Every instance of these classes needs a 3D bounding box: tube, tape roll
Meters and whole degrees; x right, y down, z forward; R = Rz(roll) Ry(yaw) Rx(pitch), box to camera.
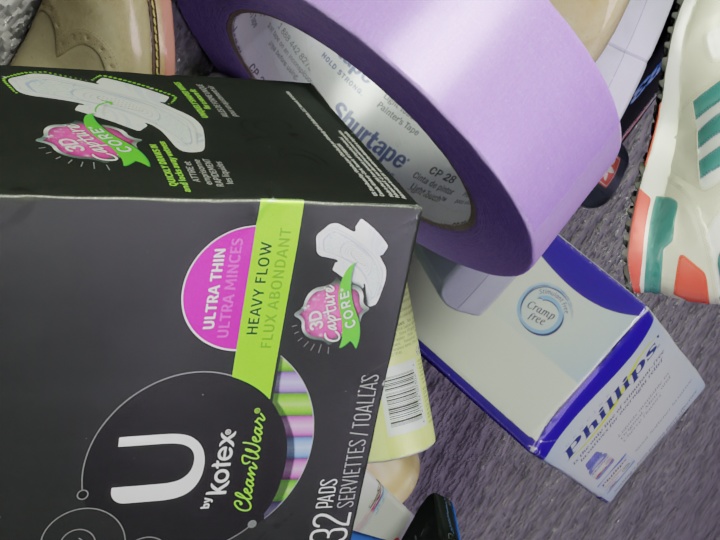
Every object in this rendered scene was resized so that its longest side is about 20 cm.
[{"bbox_3d":[0.000,0.000,0.868,0.051,0.058,0.202,-11,98,-10],"label":"tube"},{"bbox_3d":[0.014,-0.086,0.700,0.066,0.199,0.200,-51,153,-13],"label":"tape roll"}]

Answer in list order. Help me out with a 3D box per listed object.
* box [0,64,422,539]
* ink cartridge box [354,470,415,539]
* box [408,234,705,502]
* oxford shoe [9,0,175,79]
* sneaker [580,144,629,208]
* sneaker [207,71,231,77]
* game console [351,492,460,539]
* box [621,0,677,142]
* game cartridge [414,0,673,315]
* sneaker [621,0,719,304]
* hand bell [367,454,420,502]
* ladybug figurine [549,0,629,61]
[{"bbox_3d":[-0.101,0.015,0.591,0.198,0.124,0.150,1,116,-22],"label":"box"},{"bbox_3d":[-0.087,0.124,0.820,0.147,0.146,0.200,-53,154,-8],"label":"ink cartridge box"},{"bbox_3d":[0.097,0.033,0.992,0.105,0.184,0.200,-49,153,1],"label":"box"},{"bbox_3d":[-0.132,-0.042,0.649,0.075,0.070,0.201,-8,125,-50],"label":"oxford shoe"},{"bbox_3d":[0.121,-0.078,0.963,0.075,0.084,0.200,-59,174,0],"label":"sneaker"},{"bbox_3d":[-0.071,-0.004,0.808,0.082,0.075,0.201,-38,137,-22],"label":"sneaker"},{"bbox_3d":[-0.043,0.195,0.788,0.201,0.118,0.171,-60,-174,9],"label":"game console"},{"bbox_3d":[0.200,-0.185,1.014,0.200,0.050,0.199,-51,165,-18],"label":"box"},{"bbox_3d":[0.082,-0.084,0.830,0.040,0.134,0.201,18,112,-29],"label":"game cartridge"},{"bbox_3d":[0.210,-0.076,0.917,0.070,0.093,0.201,22,81,-76],"label":"sneaker"},{"bbox_3d":[-0.026,0.043,0.938,0.104,0.104,0.201,-37,135,-35],"label":"hand bell"},{"bbox_3d":[0.086,-0.177,0.728,0.136,0.071,0.202,162,-57,-69],"label":"ladybug figurine"}]
